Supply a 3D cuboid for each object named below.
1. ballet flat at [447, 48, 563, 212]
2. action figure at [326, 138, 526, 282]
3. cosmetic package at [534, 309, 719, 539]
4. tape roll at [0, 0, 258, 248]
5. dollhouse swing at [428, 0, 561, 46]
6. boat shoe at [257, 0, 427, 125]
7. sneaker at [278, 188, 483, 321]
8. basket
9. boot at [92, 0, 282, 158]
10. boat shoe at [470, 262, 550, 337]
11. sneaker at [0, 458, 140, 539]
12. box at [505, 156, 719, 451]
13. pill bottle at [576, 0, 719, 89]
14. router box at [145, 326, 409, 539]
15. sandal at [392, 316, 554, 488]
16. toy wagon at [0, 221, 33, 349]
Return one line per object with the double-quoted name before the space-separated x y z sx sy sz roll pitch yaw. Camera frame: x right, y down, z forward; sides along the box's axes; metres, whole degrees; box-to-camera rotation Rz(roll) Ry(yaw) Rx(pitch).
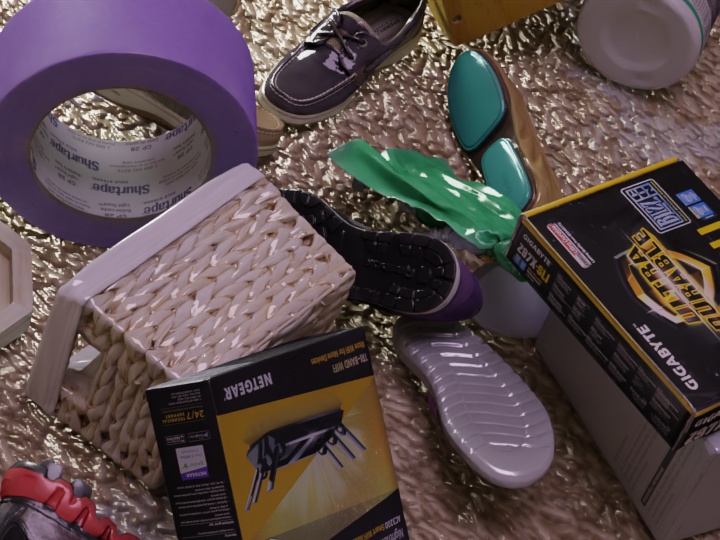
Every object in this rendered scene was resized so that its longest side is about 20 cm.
"ballet flat" 0.122 -0.100 1.787 0.063 0.069 0.200 24 37 -37
"action figure" 0.072 -0.042 1.663 0.118 0.055 0.200 -4 26 -35
"cosmetic package" 0.273 0.074 1.626 0.199 0.123 0.200 -11 54 -27
"tape roll" -0.175 -0.113 1.586 0.199 0.200 0.085 7 47 -14
"dollhouse swing" 0.132 -0.320 1.867 0.199 0.182 0.176 -24 54 -2
"boat shoe" -0.011 -0.189 1.809 0.072 0.065 0.200 39 48 17
"sneaker" 0.000 0.000 1.641 0.200 0.088 0.076 21 85 30
"basket" -0.115 0.041 1.514 0.123 0.136 0.200 41 48 14
"boot" -0.113 -0.181 1.672 0.200 0.155 0.072 23 17 -35
"boat shoe" 0.163 -0.002 1.705 0.199 0.071 0.070 -18 22 -18
"sneaker" -0.160 0.210 1.386 0.200 0.071 0.098 33 64 -4
"box" 0.226 0.019 1.545 0.159 0.049 0.200 -18 56 -33
"pill bottle" 0.275 -0.261 1.946 0.113 0.113 0.200 26 45 5
"router box" -0.049 0.131 1.400 0.200 0.052 0.158 -17 96 -60
"sandal" 0.083 0.101 1.587 0.082 0.050 0.203 -5 36 -19
"toy wagon" -0.334 0.002 1.536 0.199 0.040 0.156 4 47 -15
